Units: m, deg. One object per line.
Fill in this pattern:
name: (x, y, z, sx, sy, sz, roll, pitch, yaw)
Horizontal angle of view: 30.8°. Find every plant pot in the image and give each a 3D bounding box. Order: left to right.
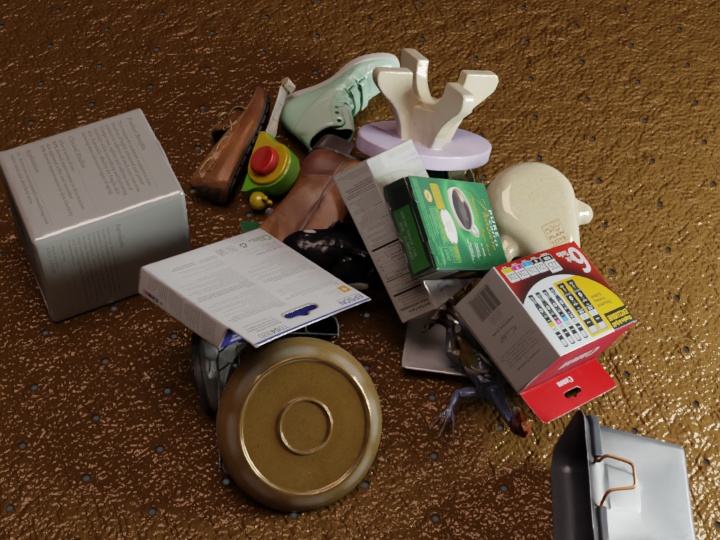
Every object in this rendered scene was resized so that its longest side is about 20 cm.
plant pot: (-0.066, 0.178, 1.504, 0.197, 0.027, 0.203, 0, 91, -16)

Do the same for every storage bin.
storage bin: (0.299, 0.266, 1.464, 0.133, 0.146, 0.202, 9, 50, -8)

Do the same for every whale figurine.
whale figurine: (0.239, -0.043, 1.747, 0.158, 0.104, 0.201, -26, 80, -18)

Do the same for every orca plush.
orca plush: (0.000, 0.000, 1.637, 0.199, 0.071, 0.106, 35, 75, -12)

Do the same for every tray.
tray: (0.154, 0.098, 1.661, 0.197, 0.022, 0.108, 7, 50, 4)

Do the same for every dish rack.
dish rack: (-0.100, 0.149, 1.544, 0.151, 0.055, 0.203, 2, 71, -14)

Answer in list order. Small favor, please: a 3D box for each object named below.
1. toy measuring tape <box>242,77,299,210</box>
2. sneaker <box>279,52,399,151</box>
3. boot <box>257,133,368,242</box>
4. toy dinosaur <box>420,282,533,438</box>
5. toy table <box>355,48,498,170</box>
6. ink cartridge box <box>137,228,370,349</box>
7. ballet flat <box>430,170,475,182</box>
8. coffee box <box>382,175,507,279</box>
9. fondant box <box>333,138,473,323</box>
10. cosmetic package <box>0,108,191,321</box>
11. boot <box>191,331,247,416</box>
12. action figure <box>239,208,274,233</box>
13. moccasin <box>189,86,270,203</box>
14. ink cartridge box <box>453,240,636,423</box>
toy measuring tape: (-0.108, -0.175, 1.822, 0.073, 0.074, 0.202, 15, 73, 10)
sneaker: (-0.010, -0.233, 1.889, 0.199, 0.074, 0.118, -28, 50, -11)
boot: (-0.014, -0.078, 1.718, 0.187, 0.069, 0.201, 27, 52, 3)
toy dinosaur: (0.158, 0.113, 1.585, 0.182, 0.105, 0.200, 45, 53, 6)
toy table: (0.095, -0.214, 1.764, 0.198, 0.118, 0.184, -9, 33, -36)
ink cartridge box: (-0.124, 0.030, 1.530, 0.199, 0.044, 0.195, 33, 35, 32)
ballet flat: (0.127, -0.093, 1.794, 0.069, 0.070, 0.202, 7, 50, 4)
coffee box: (0.110, -0.051, 1.625, 0.199, 0.044, 0.124, -3, 73, -58)
fondant box: (0.058, -0.053, 1.645, 0.058, 0.202, 0.144, -22, 5, 29)
cosmetic package: (-0.339, -0.072, 1.688, 0.198, 0.167, 0.168, -19, 54, -16)
boot: (-0.140, 0.076, 1.612, 0.130, 0.070, 0.202, -3, 68, 0)
action figure: (-0.094, 0.009, 1.708, 0.117, 0.055, 0.202, -2, 55, -7)
moccasin: (-0.183, -0.185, 1.852, 0.077, 0.074, 0.203, 21, 62, 4)
ink cartridge box: (0.238, 0.070, 1.573, 0.199, 0.084, 0.176, -17, 65, -51)
